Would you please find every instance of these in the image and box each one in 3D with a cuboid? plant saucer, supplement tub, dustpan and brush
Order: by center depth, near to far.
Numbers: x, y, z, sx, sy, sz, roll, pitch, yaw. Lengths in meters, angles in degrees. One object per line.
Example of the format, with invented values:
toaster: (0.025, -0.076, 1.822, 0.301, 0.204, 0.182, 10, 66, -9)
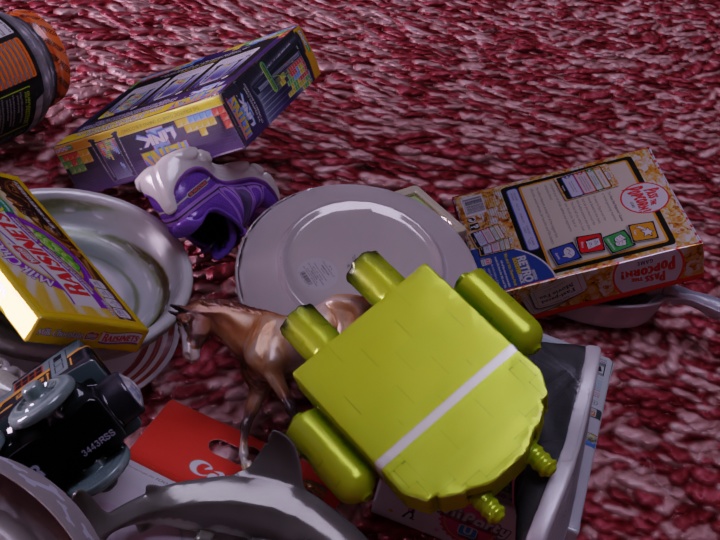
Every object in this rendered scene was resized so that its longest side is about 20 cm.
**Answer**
plant saucer: (-0.233, 0.013, 0.886, 0.200, 0.050, 0.200, 10, 38, -8)
supplement tub: (-0.370, -0.164, 1.037, 0.122, 0.123, 0.200, 31, 40, 19)
dustpan and brush: (0.268, 0.018, 1.075, 0.200, 0.057, 0.140, 28, 40, 16)

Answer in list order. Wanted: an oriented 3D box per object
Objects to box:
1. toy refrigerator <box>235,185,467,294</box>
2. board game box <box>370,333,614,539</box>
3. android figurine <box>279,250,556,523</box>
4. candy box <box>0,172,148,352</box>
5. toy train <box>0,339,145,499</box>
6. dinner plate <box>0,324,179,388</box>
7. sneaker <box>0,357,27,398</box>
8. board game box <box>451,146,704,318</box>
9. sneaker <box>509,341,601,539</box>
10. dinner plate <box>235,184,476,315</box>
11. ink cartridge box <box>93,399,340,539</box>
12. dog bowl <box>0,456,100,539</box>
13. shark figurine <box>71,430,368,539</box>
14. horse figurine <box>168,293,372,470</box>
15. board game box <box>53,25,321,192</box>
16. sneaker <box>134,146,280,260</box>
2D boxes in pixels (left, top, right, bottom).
toy refrigerator: (-0.006, -0.011, 1.013, 0.200, 0.070, 0.076, -20, 50, -35)
board game box: (0.109, 0.125, 0.890, 0.147, 0.064, 0.200, 20, 37, 7)
android figurine: (0.042, 0.078, 0.759, 0.182, 0.041, 0.200, -41, 65, -14)
candy box: (-0.244, -0.014, 0.821, 0.200, 0.026, 0.102, 43, 19, 30)
toy train: (-0.224, 0.124, 0.710, 0.200, 0.085, 0.114, -37, 20, -6)
dinner plate: (-0.245, 0.043, 0.904, 0.200, 0.024, 0.200, 9, 39, -7)
sneaker: (-0.316, 0.094, 0.769, 0.200, 0.075, 0.081, 6, 24, -1)
board game box: (0.199, -0.033, 1.066, 0.200, 0.046, 0.152, -14, 42, 3)
sneaker: (0.106, 0.121, 0.797, 0.099, 0.071, 0.200, 10, 42, 13)
dinner plate: (0.000, 0.000, 0.915, 0.200, 0.024, 0.200, 4, 51, -5)
ink cartridge box: (-0.112, 0.167, 0.778, 0.162, 0.057, 0.200, 23, 44, 11)
dog bowl: (-0.223, 0.188, 0.610, 0.200, 0.200, 0.059, 18, 4, 3)
shark figurine: (-0.082, 0.142, 0.719, 0.214, 0.090, 0.128, 12, 22, -21)
horse figurine: (-0.028, 0.066, 0.823, 0.200, 0.050, 0.133, -15, 69, 0)
board game box: (-0.158, -0.149, 1.057, 0.200, 0.057, 0.165, -11, 28, 32)
sneaker: (-0.125, -0.046, 0.982, 0.084, 0.081, 0.200, 66, 18, 10)
